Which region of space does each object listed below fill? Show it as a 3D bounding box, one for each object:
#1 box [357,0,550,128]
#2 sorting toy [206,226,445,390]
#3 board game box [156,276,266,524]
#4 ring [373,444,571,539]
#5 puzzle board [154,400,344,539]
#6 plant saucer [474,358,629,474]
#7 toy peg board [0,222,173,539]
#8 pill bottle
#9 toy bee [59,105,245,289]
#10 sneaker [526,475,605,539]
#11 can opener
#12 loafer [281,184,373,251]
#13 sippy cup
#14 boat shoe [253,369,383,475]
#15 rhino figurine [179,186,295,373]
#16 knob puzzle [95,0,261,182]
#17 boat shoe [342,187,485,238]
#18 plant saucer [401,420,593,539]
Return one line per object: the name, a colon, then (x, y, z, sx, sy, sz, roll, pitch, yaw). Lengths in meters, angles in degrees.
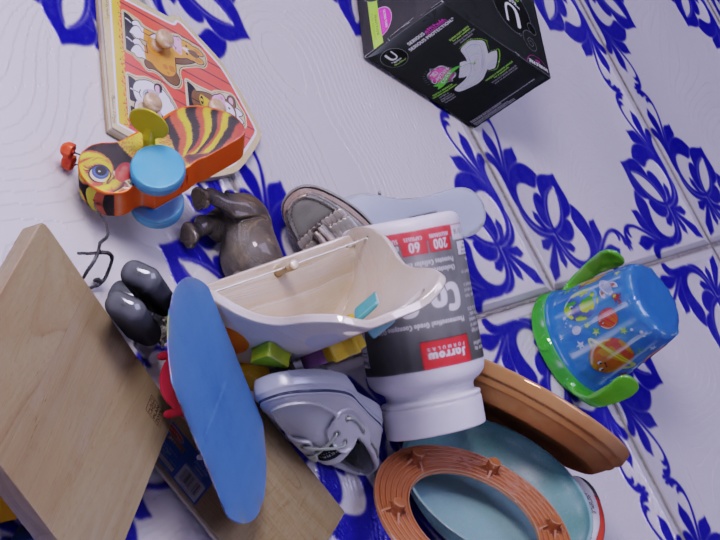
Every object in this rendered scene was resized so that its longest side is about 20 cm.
box: (0.106, -0.290, 2.108, 0.200, 0.124, 0.149, 28, 42, -40)
sorting toy: (-0.023, 0.033, 1.527, 0.199, 0.180, 0.107, -20, 97, -35)
board game box: (-0.130, 0.108, 1.437, 0.158, 0.039, 0.201, -75, 148, -64)
ring: (0.106, 0.225, 1.643, 0.200, 0.019, 0.201, 18, 31, -11)
puzzle board: (-0.104, 0.173, 1.521, 0.200, 0.017, 0.151, 51, 33, -9)
plant saucer: (0.172, 0.149, 1.801, 0.200, 0.200, 0.038, 37, 79, -29)
toy peg board: (-0.250, 0.109, 1.326, 0.200, 0.097, 0.200, 59, 28, -28)
pill bottle: (0.054, 0.052, 1.684, 0.114, 0.113, 0.201, -12, 91, -57)
toy bee: (-0.197, -0.089, 1.537, 0.109, 0.131, 0.200, 38, 40, 16)
sneaker: (0.184, 0.263, 1.790, 0.108, 0.067, 0.202, 41, 38, -28)
can opener: (-0.179, 0.031, 1.433, 0.066, 0.200, 0.053, 24, 81, 1)
loafer: (0.000, 0.000, 1.750, 0.200, 0.072, 0.063, 49, 10, -19)
sippy cup: (0.285, 0.061, 2.044, 0.139, 0.130, 0.178, -2, 64, -55)
boat shoe: (-0.026, 0.136, 1.582, 0.200, 0.073, 0.067, 27, 49, -58)
rhino figurine: (-0.092, 0.016, 1.633, 0.087, 0.060, 0.201, -10, 73, -52)
knob puzzle: (-0.163, -0.171, 1.724, 0.219, 0.030, 0.220, 35, 38, -33)
boat shoe: (0.031, -0.046, 1.846, 0.199, 0.068, 0.074, -16, 86, -32)
plant saucer: (0.125, 0.218, 1.720, 0.199, 0.036, 0.200, 19, 31, -12)
